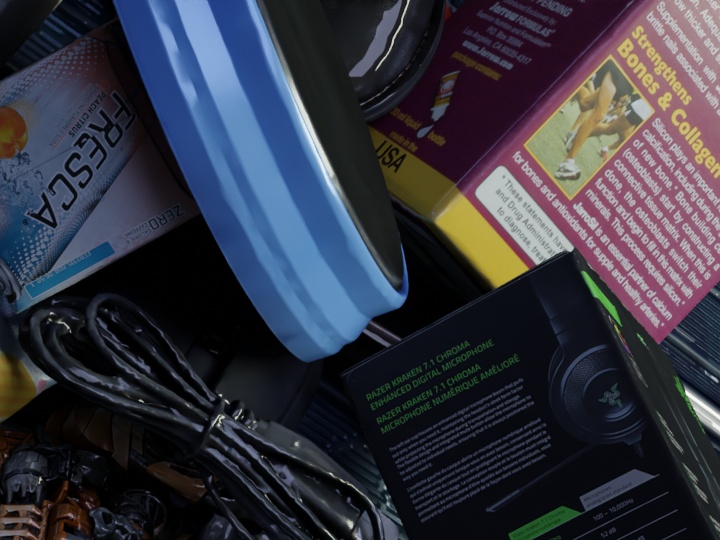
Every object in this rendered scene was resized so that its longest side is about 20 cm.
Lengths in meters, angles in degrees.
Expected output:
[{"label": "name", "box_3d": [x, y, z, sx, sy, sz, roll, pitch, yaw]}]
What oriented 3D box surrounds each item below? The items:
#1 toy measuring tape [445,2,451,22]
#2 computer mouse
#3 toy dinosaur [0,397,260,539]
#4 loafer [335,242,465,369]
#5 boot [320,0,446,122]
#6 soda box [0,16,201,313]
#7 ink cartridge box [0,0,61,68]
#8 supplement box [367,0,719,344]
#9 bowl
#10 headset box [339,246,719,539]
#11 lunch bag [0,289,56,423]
[{"label": "toy measuring tape", "box_3d": [-0.011, -0.139, 0.816, 0.074, 0.074, 0.200, -25, 90, -40]}, {"label": "computer mouse", "box_3d": [-0.045, 0.019, 0.658, 0.138, 0.053, 0.200, 39, 10, -15]}, {"label": "toy dinosaur", "box_3d": [-0.077, 0.084, 0.667, 0.136, 0.102, 0.200, 37, 56, -2]}, {"label": "loafer", "box_3d": [0.000, 0.000, 0.775, 0.200, 0.063, 0.072, 45, 51, -13]}, {"label": "boot", "box_3d": [-0.003, -0.172, 0.710, 0.069, 0.174, 0.200, 12, 73, 16]}, {"label": "soda box", "box_3d": [-0.092, -0.045, 0.640, 0.068, 0.200, 0.064, -28, 100, 2]}, {"label": "ink cartridge box", "box_3d": [-0.144, -0.176, 0.694, 0.145, 0.084, 0.200, 39, 63, -6]}, {"label": "supplement box", "box_3d": [0.108, -0.068, 0.781, 0.200, 0.103, 0.131, -45, 123, -3]}, {"label": "bowl", "box_3d": [-0.034, -0.070, 0.613, 0.201, 0.039, 0.201, -21, 90, -83]}, {"label": "headset box", "box_3d": [0.090, 0.106, 0.660, 0.200, 0.093, 0.174, 65, 12, 24]}, {"label": "lunch bag", "box_3d": [-0.219, -0.007, 0.577, 0.170, 0.127, 0.200, -37, 105, -39]}]
